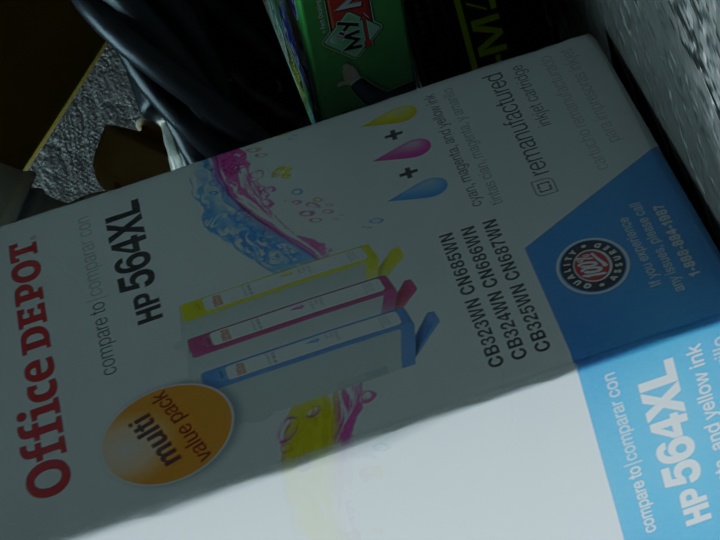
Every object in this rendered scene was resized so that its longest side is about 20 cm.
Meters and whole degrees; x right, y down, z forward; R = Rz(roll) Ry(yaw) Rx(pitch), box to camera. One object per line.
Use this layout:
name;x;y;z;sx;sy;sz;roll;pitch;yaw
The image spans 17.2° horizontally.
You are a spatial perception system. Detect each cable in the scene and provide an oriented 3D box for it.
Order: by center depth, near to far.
cable;-0.050;-0.067;0.704;0.163;0.051;0.200;50;-165;-27

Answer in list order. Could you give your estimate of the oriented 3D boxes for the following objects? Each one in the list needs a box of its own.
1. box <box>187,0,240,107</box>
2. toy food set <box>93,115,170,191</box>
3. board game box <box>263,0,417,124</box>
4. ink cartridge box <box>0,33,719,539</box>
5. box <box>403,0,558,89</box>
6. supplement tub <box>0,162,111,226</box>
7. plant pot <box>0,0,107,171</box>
box;-0.037;-0.160;0.933;0.141;0.079;0.200;25;-127;-77
toy food set;0.000;0.000;0.872;0.198;0.049;0.200;29;176;5
board game box;-0.030;-0.140;0.662;0.135;0.029;0.200;77;174;-45
ink cartridge box;-0.008;0.051;0.589;0.129;0.200;0.125;-110;2;-54
box;0.021;-0.103;0.735;0.193;0.047;0.200;-112;5;-62
supplement tub;-0.053;0.060;0.757;0.140;0.200;0.141;-156;90;-82
plant pot;-0.193;-0.110;0.767;0.200;0.176;0.200;-60;-9;-22
